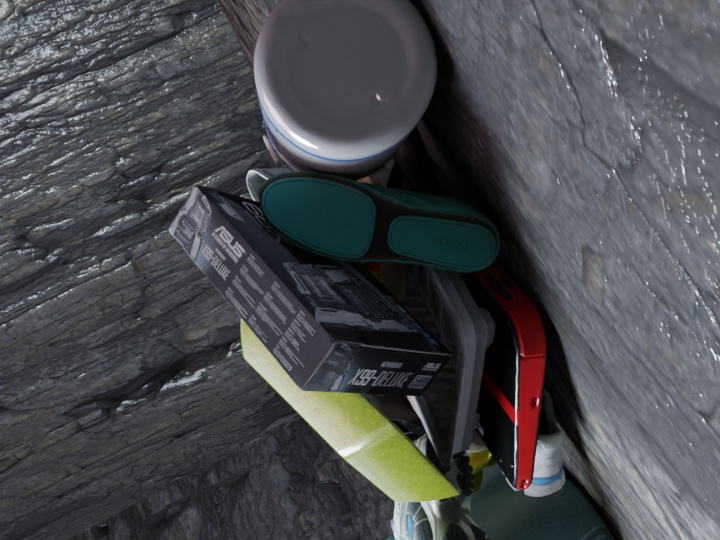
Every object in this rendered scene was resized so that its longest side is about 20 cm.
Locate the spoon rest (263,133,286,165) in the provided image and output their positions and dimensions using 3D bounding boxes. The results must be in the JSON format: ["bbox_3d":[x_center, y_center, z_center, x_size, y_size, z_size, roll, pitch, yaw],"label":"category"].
[{"bbox_3d":[-0.034,-0.181,0.918,0.099,0.061,0.200,63,143,18],"label":"spoon rest"}]

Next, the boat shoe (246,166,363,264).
[{"bbox_3d":[-0.063,-0.042,0.919,0.200,0.067,0.074,50,130,52],"label":"boat shoe"}]

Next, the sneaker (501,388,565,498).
[{"bbox_3d":[0.150,0.119,0.912,0.200,0.075,0.087,-120,25,-47],"label":"sneaker"}]

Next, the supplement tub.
[{"bbox_3d":[-0.016,-0.142,0.734,0.132,0.132,0.200,63,176,0],"label":"supplement tub"}]

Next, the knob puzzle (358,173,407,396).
[{"bbox_3d":[0.000,0.000,0.899,0.220,0.030,0.220,-11,78,62],"label":"knob puzzle"}]

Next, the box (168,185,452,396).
[{"bbox_3d":[-0.041,0.018,0.753,0.158,0.050,0.200,13,-153,-52],"label":"box"}]

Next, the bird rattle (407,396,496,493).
[{"bbox_3d":[0.111,0.133,1.015,0.163,0.113,0.200,16,-134,-50],"label":"bird rattle"}]

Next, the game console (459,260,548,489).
[{"bbox_3d":[0.115,0.073,0.847,0.200,0.031,0.177,-122,24,-58],"label":"game console"}]

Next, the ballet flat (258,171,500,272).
[{"bbox_3d":[0.015,-0.040,0.763,0.070,0.200,0.067,-89,11,-75],"label":"ballet flat"}]

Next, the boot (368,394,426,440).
[{"bbox_3d":[0.014,0.101,1.142,0.165,0.066,0.200,22,-126,-37],"label":"boot"}]

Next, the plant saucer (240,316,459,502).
[{"bbox_3d":[-0.019,0.125,0.819,0.200,0.048,0.200,39,172,34],"label":"plant saucer"}]

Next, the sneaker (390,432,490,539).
[{"bbox_3d":[0.074,0.263,0.901,0.086,0.078,0.200,-33,54,45],"label":"sneaker"}]

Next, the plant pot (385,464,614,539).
[{"bbox_3d":[0.181,0.333,0.979,0.196,0.196,0.200,63,156,-5],"label":"plant pot"}]

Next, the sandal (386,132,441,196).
[{"bbox_3d":[0.047,-0.076,0.922,0.200,0.055,0.082,65,176,-28],"label":"sandal"}]

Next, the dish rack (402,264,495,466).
[{"bbox_3d":[0.074,0.062,0.849,0.200,0.044,0.172,92,161,-44],"label":"dish rack"}]

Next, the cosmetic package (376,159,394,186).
[{"bbox_3d":[-0.015,-0.157,1.094,0.104,0.073,0.200,65,175,-24],"label":"cosmetic package"}]
